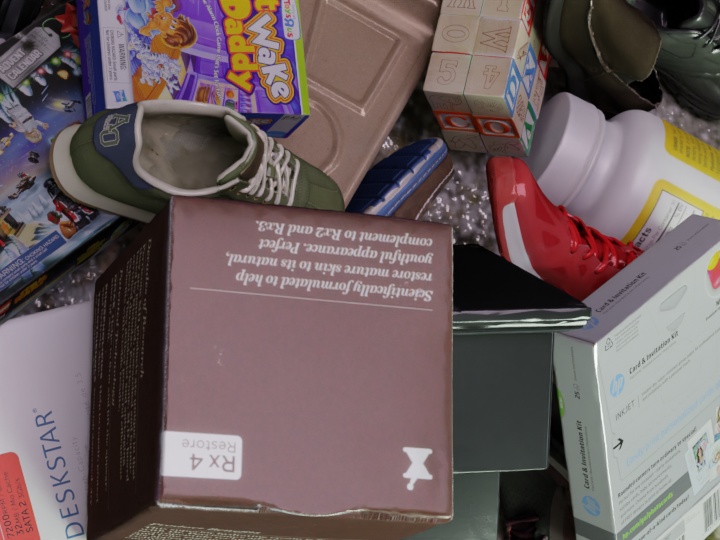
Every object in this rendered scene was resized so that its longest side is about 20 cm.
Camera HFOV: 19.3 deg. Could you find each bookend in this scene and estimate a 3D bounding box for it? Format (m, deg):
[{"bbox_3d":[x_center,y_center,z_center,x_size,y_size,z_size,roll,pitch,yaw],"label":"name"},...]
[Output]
[{"bbox_3d":[0.058,0.099,1.281,0.091,0.200,0.201,-1,100,-15],"label":"bookend"}]

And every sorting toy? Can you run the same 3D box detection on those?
[{"bbox_3d":[-0.063,-0.131,1.397,0.184,0.037,0.201,29,72,3],"label":"sorting toy"}]

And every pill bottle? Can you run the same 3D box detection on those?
[{"bbox_3d":[0.206,-0.043,1.464,0.199,0.111,0.112,27,69,-16],"label":"pill bottle"}]

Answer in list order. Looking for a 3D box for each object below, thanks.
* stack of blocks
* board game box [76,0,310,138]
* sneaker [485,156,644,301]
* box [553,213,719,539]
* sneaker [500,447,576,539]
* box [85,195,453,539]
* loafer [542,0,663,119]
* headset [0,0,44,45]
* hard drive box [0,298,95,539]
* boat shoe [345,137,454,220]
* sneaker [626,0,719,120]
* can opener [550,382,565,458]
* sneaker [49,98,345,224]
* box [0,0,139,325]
[{"bbox_3d":[0.102,-0.182,1.443,0.058,0.115,0.202,6,68,19],"label":"stack of blocks"},{"bbox_3d":[-0.109,-0.186,1.320,0.133,0.045,0.202,0,74,-24],"label":"board game box"},{"bbox_3d":[0.157,-0.015,1.384,0.114,0.200,0.079,-16,50,12],"label":"sneaker"},{"bbox_3d":[0.189,0.090,1.337,0.156,0.041,0.202,-35,128,-36],"label":"box"},{"bbox_3d":[0.120,0.210,1.389,0.115,0.076,0.201,-37,94,-23],"label":"sneaker"},{"bbox_3d":[-0.055,0.069,1.187,0.164,0.200,0.166,6,74,-18],"label":"box"},{"bbox_3d":[0.169,-0.165,1.433,0.071,0.200,0.074,1,70,16],"label":"loafer"},{"bbox_3d":[-0.243,-0.203,1.347,0.200,0.094,0.124,-40,94,-10],"label":"headset"},{"bbox_3d":[-0.162,0.101,1.293,0.198,0.077,0.157,-15,83,-25],"label":"hard drive box"},{"bbox_3d":[0.000,0.000,1.393,0.072,0.072,0.200,46,78,-18],"label":"boat shoe"},{"bbox_3d":[0.244,-0.166,1.522,0.198,0.091,0.077,15,70,-21],"label":"sneaker"},{"bbox_3d":[0.157,0.122,1.447,0.200,0.053,0.067,44,33,-8],"label":"can opener"},{"bbox_3d":[-0.079,-0.056,1.264,0.199,0.090,0.068,13,69,-32],"label":"sneaker"},{"bbox_3d":[-0.203,-0.065,1.287,0.137,0.040,0.200,44,54,8],"label":"box"}]
